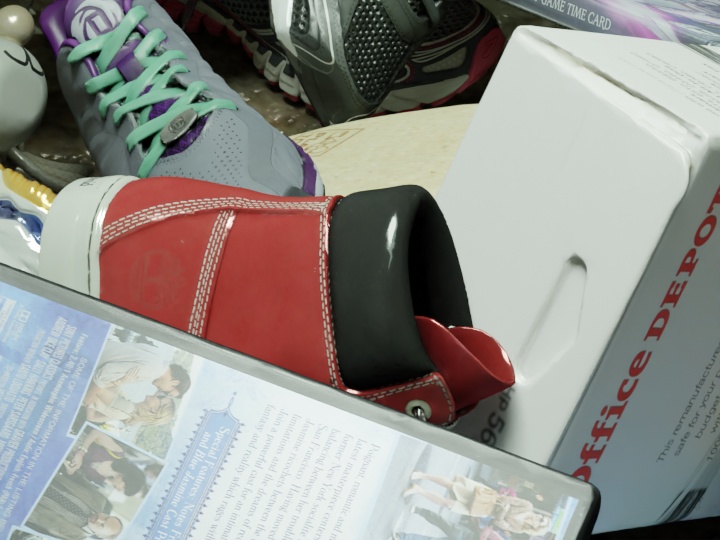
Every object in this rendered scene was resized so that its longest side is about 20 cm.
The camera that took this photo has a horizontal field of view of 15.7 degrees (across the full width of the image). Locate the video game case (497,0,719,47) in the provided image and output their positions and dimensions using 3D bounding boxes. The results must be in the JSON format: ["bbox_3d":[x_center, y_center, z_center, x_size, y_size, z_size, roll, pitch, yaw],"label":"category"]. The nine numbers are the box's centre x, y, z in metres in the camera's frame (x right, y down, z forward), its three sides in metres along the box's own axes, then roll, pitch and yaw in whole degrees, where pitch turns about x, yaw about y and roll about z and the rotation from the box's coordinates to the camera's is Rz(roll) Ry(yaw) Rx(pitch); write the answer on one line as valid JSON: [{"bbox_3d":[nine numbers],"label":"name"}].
[{"bbox_3d":[0.138,-0.096,1.043,0.143,0.019,0.200,6,15,-30],"label":"video game case"}]

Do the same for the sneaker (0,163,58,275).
[{"bbox_3d":[-0.181,-0.008,0.978,0.200,0.075,0.088,21,77,43],"label":"sneaker"}]

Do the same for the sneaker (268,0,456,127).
[{"bbox_3d":[0.034,-0.144,1.029,0.086,0.080,0.200,3,55,34],"label":"sneaker"}]

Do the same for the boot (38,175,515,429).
[{"bbox_3d":[-0.023,0.072,0.799,0.144,0.200,0.072,3,8,22],"label":"boot"}]

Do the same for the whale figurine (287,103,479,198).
[{"bbox_3d":[0.000,0.000,0.977,0.200,0.104,0.159,3,26,37],"label":"whale figurine"}]

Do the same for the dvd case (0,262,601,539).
[{"bbox_3d":[-0.049,0.090,0.732,0.200,0.018,0.143,20,68,13],"label":"dvd case"}]

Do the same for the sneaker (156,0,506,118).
[{"bbox_3d":[-0.031,-0.127,1.118,0.200,0.075,0.081,24,45,21],"label":"sneaker"}]

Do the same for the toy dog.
[{"bbox_3d":[-0.187,-0.110,1.035,0.200,0.132,0.096,21,87,20],"label":"toy dog"}]

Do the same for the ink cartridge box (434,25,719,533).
[{"bbox_3d":[0.106,0.004,0.865,0.084,0.146,0.200,37,21,33],"label":"ink cartridge box"}]

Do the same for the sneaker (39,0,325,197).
[{"bbox_3d":[-0.077,-0.053,0.928,0.074,0.088,0.200,-37,24,-5],"label":"sneaker"}]
